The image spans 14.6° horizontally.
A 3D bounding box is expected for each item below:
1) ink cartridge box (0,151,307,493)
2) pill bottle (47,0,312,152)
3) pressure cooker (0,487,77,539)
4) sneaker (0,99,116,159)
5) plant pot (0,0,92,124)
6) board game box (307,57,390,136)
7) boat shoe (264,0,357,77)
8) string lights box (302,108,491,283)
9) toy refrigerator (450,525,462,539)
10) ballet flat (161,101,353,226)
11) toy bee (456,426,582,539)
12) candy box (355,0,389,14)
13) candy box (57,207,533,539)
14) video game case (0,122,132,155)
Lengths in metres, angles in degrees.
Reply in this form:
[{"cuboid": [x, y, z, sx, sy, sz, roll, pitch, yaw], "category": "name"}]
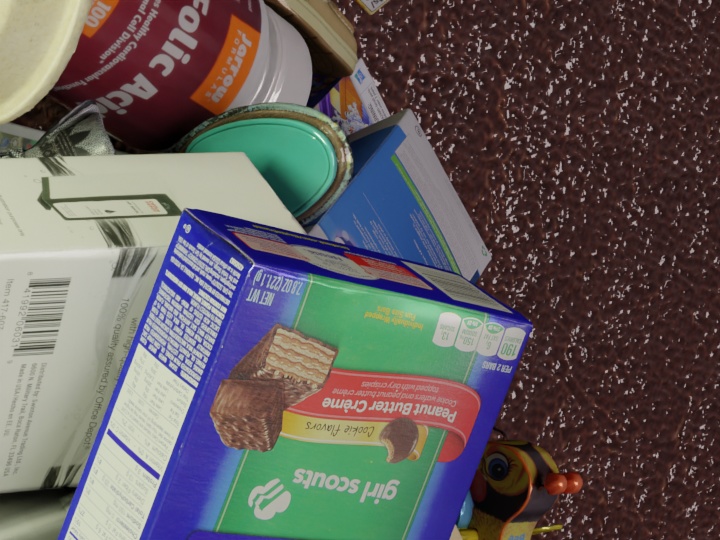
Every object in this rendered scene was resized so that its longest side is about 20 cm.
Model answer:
[{"cuboid": [-0.142, 0.025, 1.347, 0.200, 0.084, 0.146, -3, 127, -31], "category": "ink cartridge box"}, {"cuboid": [-0.120, -0.130, 1.463, 0.200, 0.114, 0.114, 32, 75, -48], "category": "pill bottle"}, {"cuboid": [-0.193, 0.180, 1.406, 0.200, 0.176, 0.179, -16, 109, -48], "category": "pressure cooker"}, {"cuboid": [-0.180, -0.045, 1.380, 0.114, 0.076, 0.200, -38, 146, 14], "category": "sneaker"}, {"cuboid": [-0.246, -0.167, 1.266, 0.183, 0.200, 0.201, -1, 100, -38], "category": "plant pot"}, {"cuboid": [-0.005, -0.003, 1.638, 0.134, 0.045, 0.200, -49, 121, -43], "category": "board game box"}, {"cuboid": [-0.060, -0.177, 1.557, 0.200, 0.073, 0.063, 44, 63, -43], "category": "boat shoe"}, {"cuboid": [0.000, 0.000, 1.513, 0.103, 0.059, 0.200, 61, 27, -13], "category": "string lights box"}, {"cuboid": [0.001, 0.137, 1.596, 0.070, 0.076, 0.200, -43, 115, -45], "category": "toy refrigerator"}, {"cuboid": [-0.073, -0.042, 1.466, 0.074, 0.200, 0.074, 29, 52, -45], "category": "ballet flat"}, {"cuboid": [0.083, 0.150, 1.781, 0.131, 0.109, 0.200, -28, 121, -43], "category": "toy bee"}, {"cuboid": [-0.046, -0.238, 1.522, 0.055, 0.115, 0.200, -38, 138, 11], "category": "candy box"}, {"cuboid": [-0.034, 0.089, 1.326, 0.169, 0.077, 0.200, 13, 105, -35], "category": "candy box"}, {"cuboid": [-0.199, -0.008, 1.475, 0.200, 0.018, 0.143, 13, 89, -51], "category": "video game case"}]
